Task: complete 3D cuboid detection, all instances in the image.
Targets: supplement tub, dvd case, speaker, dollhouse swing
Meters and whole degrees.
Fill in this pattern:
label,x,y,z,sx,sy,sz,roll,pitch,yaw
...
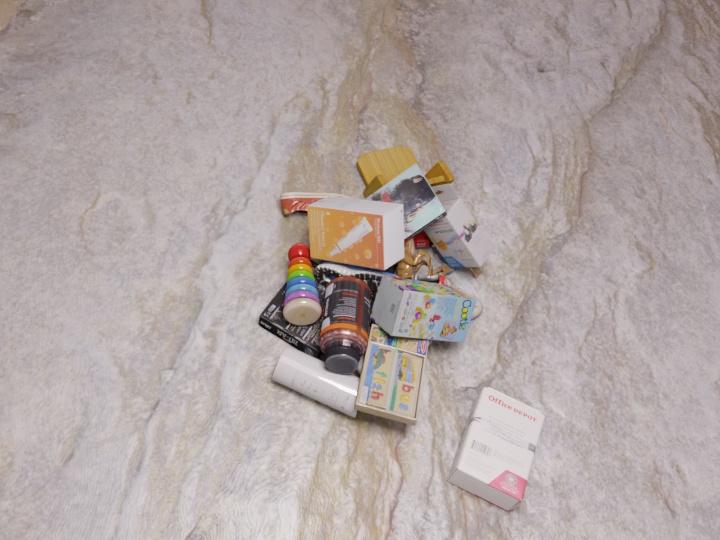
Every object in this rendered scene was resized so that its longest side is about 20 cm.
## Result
label,x,y,z,sx,sy,sz,roll,pitch,yaw
supplement tub,-0.033,0.117,1.434,0.106,0.108,0.202,9,48,-6
dvd case,0.083,-0.135,1.561,0.199,0.022,0.147,-34,67,13
speaker,-0.084,0.234,1.422,0.198,0.082,0.082,23,54,5
dollhouse swing,0.107,-0.270,1.769,0.198,0.182,0.178,-14,80,-20

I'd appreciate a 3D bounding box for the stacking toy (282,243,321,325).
label,x,y,z,sx,sy,sz,roll,pitch,yaw
stacking toy,-0.133,0.019,1.510,0.084,0.086,0.202,2,51,-11

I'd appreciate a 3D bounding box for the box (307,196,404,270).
label,x,y,z,sx,sy,sz,roll,pitch,yaw
box,-0.010,-0.087,1.500,0.198,0.126,0.097,9,23,30

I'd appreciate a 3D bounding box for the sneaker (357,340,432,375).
label,x,y,z,sx,sy,sz,roll,pitch,yaw
sneaker,0.073,0.168,1.494,0.199,0.075,0.089,-29,85,-27

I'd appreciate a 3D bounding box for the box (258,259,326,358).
label,x,y,z,sx,sy,sz,roll,pitch,yaw
box,-0.113,0.083,1.543,0.159,0.044,0.201,29,55,8

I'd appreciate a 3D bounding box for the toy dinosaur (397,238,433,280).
label,x,y,z,sx,sy,sz,roll,pitch,yaw
toy dinosaur,0.113,-0.027,1.546,0.105,0.060,0.203,7,83,20

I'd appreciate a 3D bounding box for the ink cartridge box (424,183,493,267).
label,x,y,z,sx,sy,sz,roll,pitch,yaw
ink cartridge box,0.214,-0.103,1.604,0.068,0.115,0.201,-47,112,-24

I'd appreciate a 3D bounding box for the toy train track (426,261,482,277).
label,x,y,z,sx,sy,sz,roll,pitch,yaw
toy train track,0.229,-0.009,1.694,0.199,0.033,0.115,-29,73,-21

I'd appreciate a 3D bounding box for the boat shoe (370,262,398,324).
label,x,y,z,sx,sy,sz,roll,pitch,yaw
boat shoe,0.046,0.040,1.592,0.062,0.072,0.201,19,56,13

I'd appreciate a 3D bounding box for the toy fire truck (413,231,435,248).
label,x,y,z,sx,sy,sz,roll,pitch,yaw
toy fire truck,0.114,-0.110,1.663,0.197,0.142,0.049,-4,56,-3

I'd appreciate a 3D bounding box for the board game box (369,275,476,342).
label,x,y,z,sx,sy,sz,roll,pitch,yaw
board game box,0.138,0.085,1.484,0.198,0.106,0.103,9,13,-31

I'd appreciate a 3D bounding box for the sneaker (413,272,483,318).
label,x,y,z,sx,sy,sz,roll,pitch,yaw
sneaker,0.203,0.058,1.599,0.197,0.094,0.071,16,54,-1

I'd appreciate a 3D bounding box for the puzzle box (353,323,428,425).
label,x,y,z,sx,sy,sz,roll,pitch,yaw
puzzle box,0.068,0.215,1.408,0.131,0.026,0.202,15,51,-3

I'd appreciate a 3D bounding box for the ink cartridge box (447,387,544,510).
label,x,y,z,sx,sy,sz,roll,pitch,yaw
ink cartridge box,0.285,0.370,1.407,0.145,0.083,0.201,25,55,6

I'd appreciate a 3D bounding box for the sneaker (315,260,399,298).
label,x,y,z,sx,sy,sz,roll,pitch,yaw
sneaker,0.000,0.000,1.541,0.198,0.079,0.090,15,46,13

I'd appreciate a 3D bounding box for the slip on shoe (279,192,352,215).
label,x,y,z,sx,sy,sz,roll,pitch,yaw
slip on shoe,-0.107,-0.166,1.712,0.197,0.074,0.062,-2,90,-21
